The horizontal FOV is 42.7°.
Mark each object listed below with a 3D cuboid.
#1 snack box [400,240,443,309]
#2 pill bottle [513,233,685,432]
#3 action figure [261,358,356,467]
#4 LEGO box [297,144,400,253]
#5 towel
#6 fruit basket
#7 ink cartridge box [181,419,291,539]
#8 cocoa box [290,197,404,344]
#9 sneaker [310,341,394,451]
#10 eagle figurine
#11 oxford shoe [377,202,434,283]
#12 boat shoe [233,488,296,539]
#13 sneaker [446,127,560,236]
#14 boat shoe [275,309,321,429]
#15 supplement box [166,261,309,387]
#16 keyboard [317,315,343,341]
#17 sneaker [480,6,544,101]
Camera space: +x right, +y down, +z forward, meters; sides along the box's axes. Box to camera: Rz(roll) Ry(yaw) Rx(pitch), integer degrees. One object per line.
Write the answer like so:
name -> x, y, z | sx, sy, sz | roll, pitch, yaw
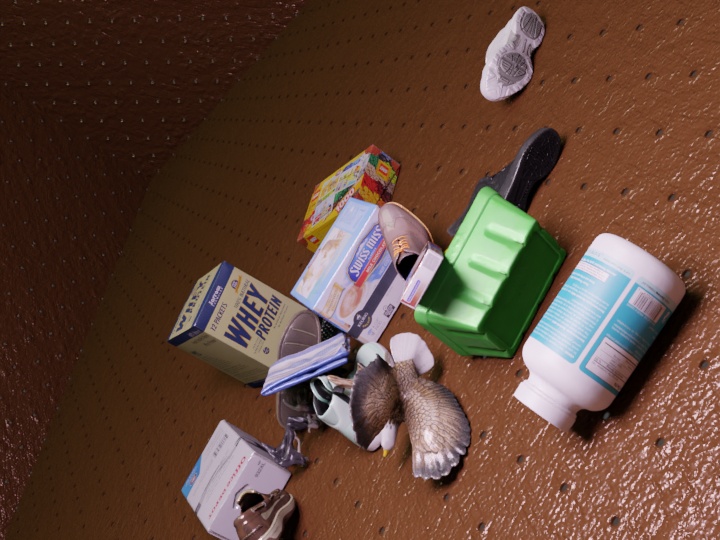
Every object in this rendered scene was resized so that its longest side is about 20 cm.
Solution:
snack box -> 0.080, 0.003, 1.188 | 0.073, 0.024, 0.200 | -62, -1, 6
pill bottle -> 0.247, 0.070, 0.983 | 0.201, 0.110, 0.111 | -55, 23, 2
action figure -> -0.086, 0.212, 1.472 | 0.201, 0.101, 0.119 | -59, 12, -2
LEGO box -> -0.024, -0.131, 1.809 | 0.199, 0.077, 0.150 | -30, 35, 46
towel -> -0.082, 0.142, 1.417 | 0.145, 0.024, 0.200 | -24, 4, 0
fruit basket -> 0.151, 0.005, 1.234 | 0.214, 0.155, 0.218 | -24, 49, 30
ink cartridge box -> -0.213, 0.357, 1.554 | 0.146, 0.083, 0.200 | -59, 23, -6
cocoa box -> 0.000, 0.000, 1.528 | 0.201, 0.131, 0.133 | -58, 23, -3
sneaker -> -0.014, 0.160, 1.372 | 0.074, 0.118, 0.202 | -44, 25, 29
eagle figurine -> 0.050, 0.179, 1.206 | 0.150, 0.153, 0.200 | -21, 8, -7
oxford shoe -> 0.075, -0.031, 1.387 | 0.071, 0.073, 0.201 | -37, 60, 12
boat shoe -> -0.145, 0.352, 1.364 | 0.074, 0.075, 0.202 | -38, 1, 1
sneaker -> 0.211, -0.125, 1.363 | 0.201, 0.060, 0.104 | -61, 28, -2
boat shoe -> -0.113, 0.165, 1.562 | 0.068, 0.071, 0.203 | 175, 107, -81
supplement box -> -0.226, 0.107, 1.724 | 0.200, 0.198, 0.135 | -26, 37, 61
keyboard -> -0.062, 0.095, 1.647 | 0.104, 0.039, 0.202 | -20, 42, 53
sneaker -> 0.248, -0.355, 1.583 | 0.099, 0.078, 0.201 | -31, 25, 57
